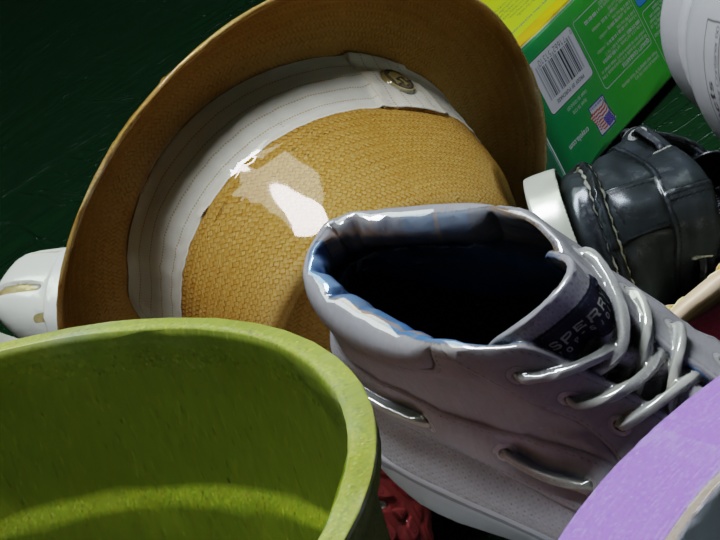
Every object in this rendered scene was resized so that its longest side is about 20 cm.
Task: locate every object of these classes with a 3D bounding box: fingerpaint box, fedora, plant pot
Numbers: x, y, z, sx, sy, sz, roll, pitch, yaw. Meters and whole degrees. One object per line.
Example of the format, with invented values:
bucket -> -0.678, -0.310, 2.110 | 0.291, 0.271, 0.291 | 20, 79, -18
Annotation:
fingerpaint box -> 0.073, -0.100, 1.210 | 0.166, 0.074, 0.200 | -14, 22, 42
fedora -> 0.000, 0.000, 0.793 | 0.200, 0.201, 0.082 | -35, 48, -16
plant pot -> -0.061, 0.142, 0.461 | 0.200, 0.194, 0.201 | -18, 22, 7

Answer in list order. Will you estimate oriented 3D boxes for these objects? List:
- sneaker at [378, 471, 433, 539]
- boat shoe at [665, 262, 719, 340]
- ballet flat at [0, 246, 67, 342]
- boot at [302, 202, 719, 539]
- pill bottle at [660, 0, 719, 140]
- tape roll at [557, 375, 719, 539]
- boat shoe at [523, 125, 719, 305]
sneaker -> -0.069, 0.116, 0.800 | 0.199, 0.078, 0.082 | -29, 15, 4
boat shoe -> 0.141, 0.018, 0.721 | 0.200, 0.074, 0.069 | -37, 1, 13
ballet flat -> -0.112, 0.035, 0.877 | 0.200, 0.070, 0.067 | -49, 15, 34
boot -> 0.070, 0.038, 0.645 | 0.199, 0.096, 0.074 | 12, 58, 34
pill bottle -> 0.183, -0.081, 0.881 | 0.114, 0.115, 0.200 | -31, 16, -4
tape roll -> 0.132, 0.082, 0.503 | 0.199, 0.066, 0.200 | -24, 27, 13
boat shoe -> 0.106, -0.016, 0.832 | 0.066, 0.075, 0.199 | -22, -11, 12
